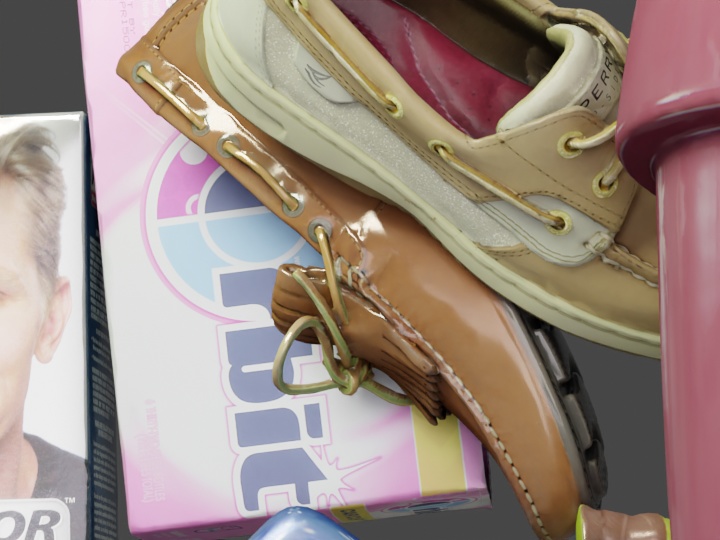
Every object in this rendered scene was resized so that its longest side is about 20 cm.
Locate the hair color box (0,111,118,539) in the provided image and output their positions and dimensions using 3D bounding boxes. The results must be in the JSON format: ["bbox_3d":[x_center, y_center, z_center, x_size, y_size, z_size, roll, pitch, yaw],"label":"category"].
[{"bbox_3d":[-0.133,0.052,0.846,0.100,0.061,0.200,-3,80,3],"label":"hair color box"}]

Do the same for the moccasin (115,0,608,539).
[{"bbox_3d":[0.000,0.000,0.768,0.078,0.074,0.201,-38,83,3],"label":"moccasin"}]

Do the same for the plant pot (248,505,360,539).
[{"bbox_3d":[0.006,0.191,0.624,0.200,0.180,0.200,39,88,9],"label":"plant pot"}]

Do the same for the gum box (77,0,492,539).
[{"bbox_3d":[-0.025,-0.016,0.846,0.113,0.066,0.200,-8,80,4],"label":"gum box"}]

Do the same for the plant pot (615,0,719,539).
[{"bbox_3d":[0.150,0.023,0.598,0.200,0.200,0.179,9,81,5],"label":"plant pot"}]

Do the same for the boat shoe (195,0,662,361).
[{"bbox_3d":[0.049,-0.040,0.719,0.200,0.066,0.074,26,56,-1],"label":"boat shoe"}]

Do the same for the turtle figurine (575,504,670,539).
[{"bbox_3d":[0.142,0.099,0.695,0.161,0.200,0.064,1,125,-3],"label":"turtle figurine"}]
